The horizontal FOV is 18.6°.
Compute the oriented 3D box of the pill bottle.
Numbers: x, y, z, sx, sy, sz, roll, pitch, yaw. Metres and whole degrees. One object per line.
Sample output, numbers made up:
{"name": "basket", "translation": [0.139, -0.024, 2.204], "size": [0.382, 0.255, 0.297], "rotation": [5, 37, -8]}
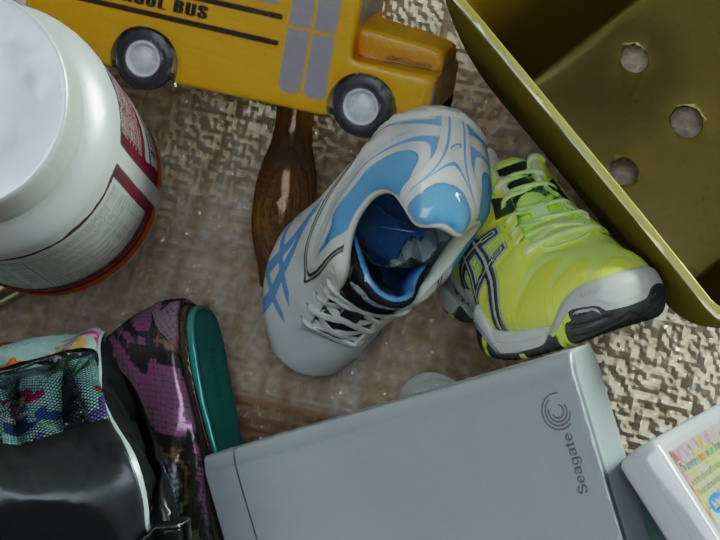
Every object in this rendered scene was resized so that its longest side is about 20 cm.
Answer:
{"name": "pill bottle", "translation": [-0.153, -0.054, 0.959], "size": [0.109, 0.200, 0.110], "rotation": [-1, 82, 4]}

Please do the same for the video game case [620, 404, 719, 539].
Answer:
{"name": "video game case", "translation": [0.190, 0.149, 0.986], "size": [0.024, 0.200, 0.183], "rotation": [-34, 81, 15]}

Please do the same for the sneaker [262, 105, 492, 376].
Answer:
{"name": "sneaker", "translation": [0.000, 0.000, 1.025], "size": [0.071, 0.200, 0.073], "rotation": [22, 53, -11]}

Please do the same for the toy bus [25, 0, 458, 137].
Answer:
{"name": "toy bus", "translation": [-0.053, -0.120, 1.033], "size": [0.199, 0.065, 0.079], "rotation": [13, 106, 10]}

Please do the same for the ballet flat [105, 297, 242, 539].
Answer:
{"name": "ballet flat", "translation": [-0.082, 0.115, 1.081], "size": [0.071, 0.069, 0.201], "rotation": [-22, 77, 19]}

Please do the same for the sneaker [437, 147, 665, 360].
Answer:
{"name": "sneaker", "translation": [0.074, -0.010, 1.010], "size": [0.075, 0.200, 0.077], "rotation": [-16, 103, -17]}

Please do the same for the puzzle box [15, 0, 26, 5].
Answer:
{"name": "puzzle box", "translation": [-0.209, -0.212, 1.149], "size": [0.199, 0.025, 0.133], "rotation": [35, 86, 7]}

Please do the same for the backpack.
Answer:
{"name": "backpack", "translation": [-0.145, 0.121, 0.974], "size": [0.149, 0.200, 0.179], "rotation": [-8, 110, -3]}

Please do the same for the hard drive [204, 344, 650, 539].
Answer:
{"name": "hard drive", "translation": [0.031, 0.122, 0.972], "size": [0.199, 0.027, 0.133], "rotation": [-18, 87, 31]}

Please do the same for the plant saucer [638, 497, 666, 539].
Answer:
{"name": "plant saucer", "translation": [0.101, 0.202, 1.019], "size": [0.199, 0.039, 0.202], "rotation": [-2, 109, -7]}

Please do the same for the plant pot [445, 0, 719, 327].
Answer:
{"name": "plant pot", "translation": [0.166, -0.093, 1.025], "size": [0.200, 0.176, 0.200], "rotation": [-38, 82, -9]}

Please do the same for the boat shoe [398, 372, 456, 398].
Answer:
{"name": "boat shoe", "translation": [0.078, 0.128, 1.059], "size": [0.074, 0.086, 0.202], "rotation": [-38, 111, 5]}

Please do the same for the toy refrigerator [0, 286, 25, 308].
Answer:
{"name": "toy refrigerator", "translation": [-0.210, -0.004, 1.095], "size": [0.199, 0.076, 0.070], "rotation": [-27, 81, -1]}

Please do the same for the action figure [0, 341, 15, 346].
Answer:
{"name": "action figure", "translation": [-0.229, 0.116, 1.085], "size": [0.052, 0.065, 0.200], "rotation": [42, 88, -1]}

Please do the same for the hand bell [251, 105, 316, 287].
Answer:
{"name": "hand bell", "translation": [-0.032, -0.091, 1.100], "size": [0.103, 0.104, 0.202], "rotation": [7, 94, 5]}
